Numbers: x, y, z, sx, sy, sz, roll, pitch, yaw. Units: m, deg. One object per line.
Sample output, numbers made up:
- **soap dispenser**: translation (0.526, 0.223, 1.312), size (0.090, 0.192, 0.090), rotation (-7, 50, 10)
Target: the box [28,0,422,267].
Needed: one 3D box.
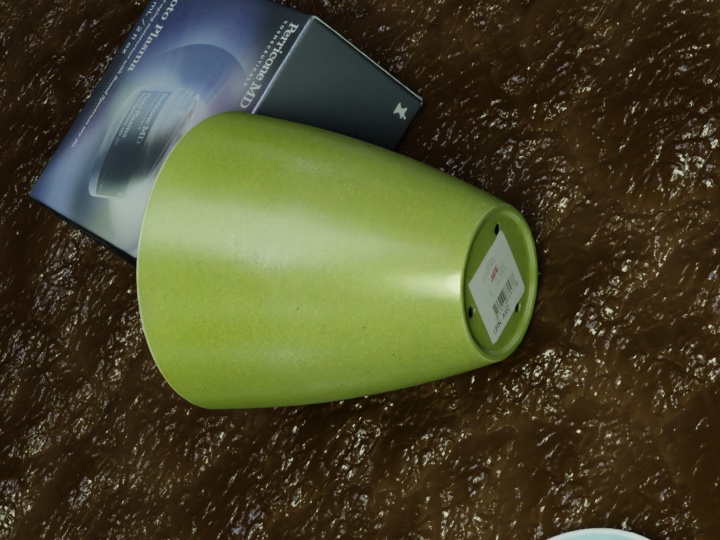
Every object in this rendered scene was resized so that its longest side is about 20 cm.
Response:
- **box**: translation (-0.096, -0.085, 1.583), size (0.198, 0.123, 0.201), rotation (26, 84, 52)

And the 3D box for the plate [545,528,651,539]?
- **plate**: translation (0.108, 0.232, 1.198), size (0.200, 0.026, 0.201), rotation (-28, 44, 31)

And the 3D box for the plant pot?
- **plant pot**: translation (0.000, 0.000, 1.390), size (0.199, 0.187, 0.188), rotation (4, 65, 32)
